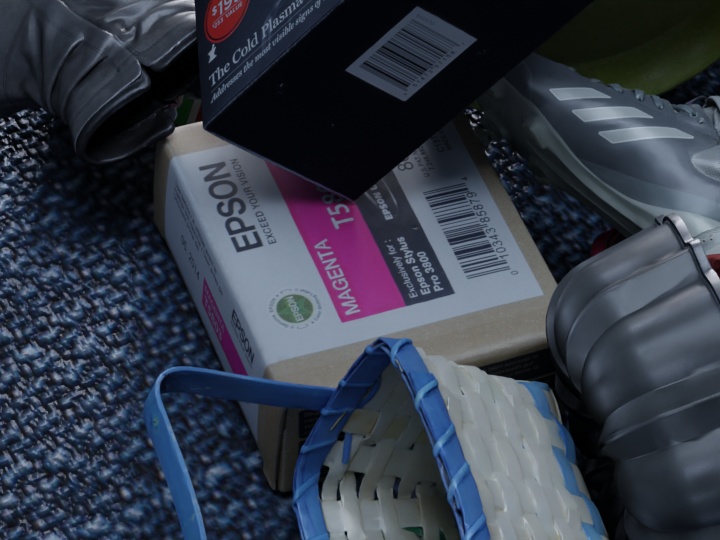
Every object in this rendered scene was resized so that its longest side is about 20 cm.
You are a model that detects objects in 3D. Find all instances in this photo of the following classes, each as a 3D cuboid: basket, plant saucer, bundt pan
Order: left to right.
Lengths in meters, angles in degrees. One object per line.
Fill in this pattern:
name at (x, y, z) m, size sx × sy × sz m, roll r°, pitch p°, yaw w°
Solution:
basket at (0.008, 0.121, 1.246) m, size 0.199 × 0.139 × 0.177 m, roll 10°, pitch 42°, yaw -28°
plant saucer at (0.125, -0.154, 1.464) m, size 0.199 × 0.200 × 0.031 m, roll -7°, pitch 57°, yaw -10°
bundt pan at (0.143, 0.079, 1.274) m, size 0.075 × 0.202 × 0.202 m, roll -19°, pitch 51°, yaw -3°

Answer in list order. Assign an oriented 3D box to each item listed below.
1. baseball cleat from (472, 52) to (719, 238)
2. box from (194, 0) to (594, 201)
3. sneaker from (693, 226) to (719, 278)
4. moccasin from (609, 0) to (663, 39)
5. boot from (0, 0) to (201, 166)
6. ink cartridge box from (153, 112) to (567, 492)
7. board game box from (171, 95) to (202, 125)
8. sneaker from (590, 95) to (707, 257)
baseball cleat at (0.143, -0.070, 1.400) m, size 0.200 × 0.070 × 0.106 m, roll 44°, pitch 75°, yaw 12°
box at (0.013, -0.172, 1.360) m, size 0.104 × 0.200 × 0.183 m, roll 25°, pitch 41°, yaw -33°
sneaker at (0.246, -0.021, 1.346) m, size 0.199 × 0.078 × 0.082 m, roll -12°, pitch 54°, yaw -18°
moccasin at (0.151, -0.188, 1.509) m, size 0.077 × 0.201 × 0.074 m, roll 21°, pitch 54°, yaw -29°
boot at (-0.168, -0.097, 1.437) m, size 0.200 × 0.070 × 0.132 m, roll -39°, pitch 51°, yaw 6°
ink cartridge box at (0.000, 0.000, 1.407) m, size 0.164 × 0.075 × 0.200 m, roll -14°, pitch 52°, yaw -17°
board game box at (-0.067, -0.147, 1.555) m, size 0.199 × 0.040 × 0.154 m, roll 4°, pitch 49°, yaw 0°
sneaker at (0.187, -0.060, 1.468) m, size 0.074 × 0.081 × 0.200 m, roll 18°, pitch 50°, yaw 15°
